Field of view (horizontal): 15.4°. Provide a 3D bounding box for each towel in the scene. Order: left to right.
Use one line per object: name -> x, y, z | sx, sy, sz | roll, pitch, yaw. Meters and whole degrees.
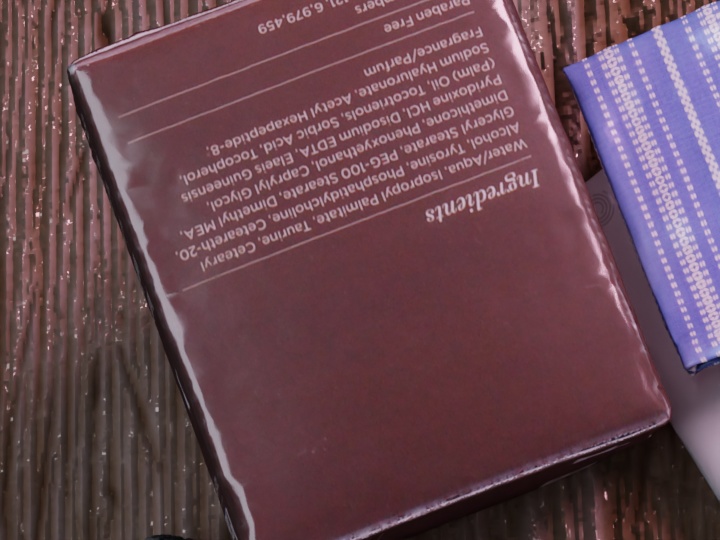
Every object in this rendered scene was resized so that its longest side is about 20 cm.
towel -> 0.192, -0.059, 1.029 | 0.199, 0.024, 0.146 | -23, 66, 9

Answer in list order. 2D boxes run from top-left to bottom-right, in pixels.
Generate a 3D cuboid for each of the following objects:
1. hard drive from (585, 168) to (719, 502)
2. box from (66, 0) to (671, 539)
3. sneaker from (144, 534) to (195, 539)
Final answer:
hard drive -> 0.174, 0.020, 1.050 | 0.132, 0.026, 0.201 | -39, 65, 18
box -> 0.000, 0.000, 1.021 | 0.163, 0.166, 0.201 | -20, 82, -5
sneaker -> -0.034, 0.186, 1.112 | 0.200, 0.074, 0.080 | 40, 103, 29
